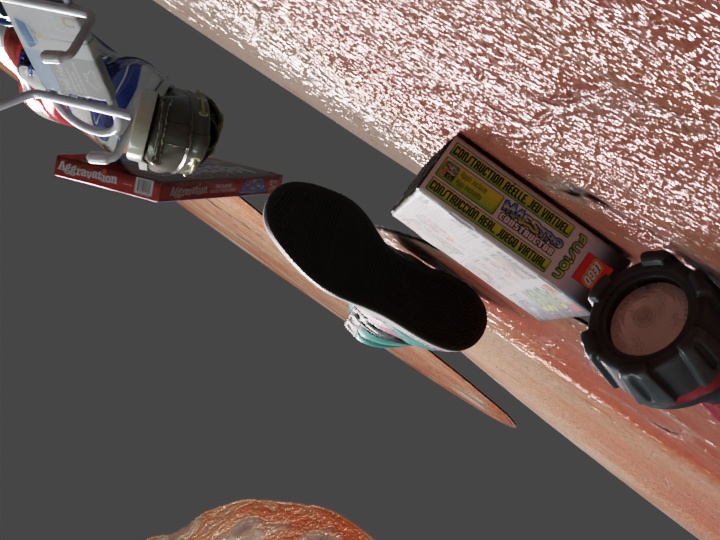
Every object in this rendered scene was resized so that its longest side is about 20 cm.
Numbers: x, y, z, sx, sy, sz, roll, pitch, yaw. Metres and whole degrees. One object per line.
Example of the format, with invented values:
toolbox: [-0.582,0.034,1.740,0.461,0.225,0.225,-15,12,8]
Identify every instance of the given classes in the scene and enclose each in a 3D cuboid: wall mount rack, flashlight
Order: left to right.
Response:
wall mount rack: [-0.264,-0.151,1.806,0.173,0.075,0.200,12,146,24]
flashlight: [0.174,0.066,1.142,0.068,0.068,0.200,-7,147,29]

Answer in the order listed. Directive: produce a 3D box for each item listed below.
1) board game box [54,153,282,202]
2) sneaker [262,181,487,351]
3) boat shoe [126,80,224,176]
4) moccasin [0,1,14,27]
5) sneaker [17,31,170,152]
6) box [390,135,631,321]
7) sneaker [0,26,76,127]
board game box: [-0.157,-0.080,2.001,0.103,0.019,0.200,16,-169,25]
sneaker: [0.000,0.000,1.915,0.200,0.084,0.121,35,167,-10]
boat shoe: [-0.138,-0.106,1.847,0.060,0.072,0.202,13,-176,0]
moccasin: [-0.311,-0.218,1.884,0.068,0.080,0.200,53,170,-27]
sneaker: [-0.227,-0.154,1.970,0.115,0.081,0.199,34,178,-9]
box: [0.075,-0.018,1.279,0.110,0.035,0.200,35,176,-2]
sneaker: [-0.249,-0.160,2.147,0.115,0.078,0.200,35,178,30]
